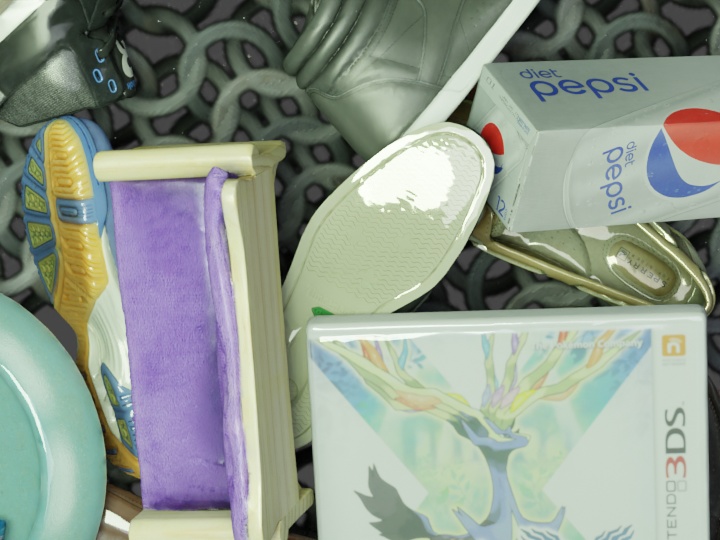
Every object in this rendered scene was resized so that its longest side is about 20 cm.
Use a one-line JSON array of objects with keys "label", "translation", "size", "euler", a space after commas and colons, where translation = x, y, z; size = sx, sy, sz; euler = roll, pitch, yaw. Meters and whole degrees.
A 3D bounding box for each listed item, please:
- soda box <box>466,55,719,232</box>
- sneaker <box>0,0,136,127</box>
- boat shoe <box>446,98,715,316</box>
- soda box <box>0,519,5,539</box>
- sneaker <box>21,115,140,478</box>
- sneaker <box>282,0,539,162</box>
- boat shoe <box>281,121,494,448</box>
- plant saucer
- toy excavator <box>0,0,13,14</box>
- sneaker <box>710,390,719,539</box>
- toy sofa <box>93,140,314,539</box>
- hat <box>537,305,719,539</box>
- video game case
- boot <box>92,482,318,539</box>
[{"label": "soda box", "translation": [0.157, -0.069, 1.251], "size": [0.200, 0.068, 0.064], "euler": [-4, 127, -25]}, {"label": "sneaker", "translation": [-0.129, -0.151, 1.244], "size": [0.200, 0.073, 0.112], "euler": [-34, 104, 6]}, {"label": "boat shoe", "translation": [0.101, -0.031, 1.288], "size": [0.201, 0.063, 0.073], "euler": [33, 93, -8]}, {"label": "soda box", "translation": [-0.286, 0.136, 1.206], "size": [0.200, 0.064, 0.068], "euler": [15, 99, 14]}, {"label": "sneaker", "translation": [-0.115, 0.006, 1.265], "size": [0.088, 0.075, 0.200], "euler": [-24, 112, -26]}, {"label": "sneaker", "translation": [0.037, -0.152, 1.252], "size": [0.099, 0.071, 0.200], "euler": [38, 76, -5]}, {"label": "boat shoe", "translation": [0.000, 0.000, 1.232], "size": [0.072, 0.068, 0.200], "euler": [35, 111, -1]}, {"label": "plant saucer", "translation": [-0.231, 0.102, 1.242], "size": [0.200, 0.027, 0.200], "euler": [1, 96, 14]}, {"label": "toy excavator", "translation": [-0.231, -0.097, 1.179], "size": [0.200, 0.194, 0.100], "euler": [-39, 85, -14]}, {"label": "sneaker", "translation": [0.183, 0.159, 1.332], "size": [0.087, 0.074, 0.200], "euler": [11, 91, 4]}, {"label": "toy sofa", "translation": [-0.080, 0.037, 1.174], "size": [0.083, 0.098, 0.200], "euler": [-2, 101, 15]}, {"label": "hat", "translation": [0.106, 0.119, 1.273], "size": [0.200, 0.081, 0.201], "euler": [0, 91, 12]}, {"label": "video game case", "translation": [0.076, 0.109, 1.213], "size": [0.200, 0.022, 0.183], "euler": [-2, 106, 5]}, {"label": "boot", "translation": [-0.133, 0.192, 1.290], "size": [0.200, 0.064, 0.187], "euler": [15, 111, 0]}]
